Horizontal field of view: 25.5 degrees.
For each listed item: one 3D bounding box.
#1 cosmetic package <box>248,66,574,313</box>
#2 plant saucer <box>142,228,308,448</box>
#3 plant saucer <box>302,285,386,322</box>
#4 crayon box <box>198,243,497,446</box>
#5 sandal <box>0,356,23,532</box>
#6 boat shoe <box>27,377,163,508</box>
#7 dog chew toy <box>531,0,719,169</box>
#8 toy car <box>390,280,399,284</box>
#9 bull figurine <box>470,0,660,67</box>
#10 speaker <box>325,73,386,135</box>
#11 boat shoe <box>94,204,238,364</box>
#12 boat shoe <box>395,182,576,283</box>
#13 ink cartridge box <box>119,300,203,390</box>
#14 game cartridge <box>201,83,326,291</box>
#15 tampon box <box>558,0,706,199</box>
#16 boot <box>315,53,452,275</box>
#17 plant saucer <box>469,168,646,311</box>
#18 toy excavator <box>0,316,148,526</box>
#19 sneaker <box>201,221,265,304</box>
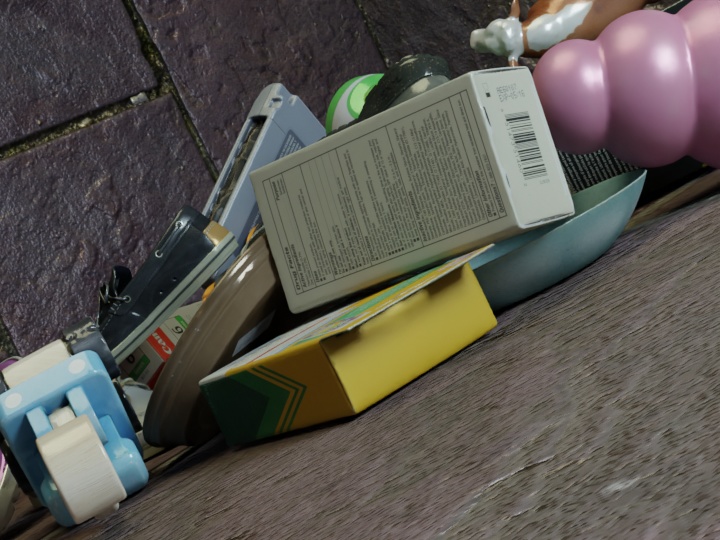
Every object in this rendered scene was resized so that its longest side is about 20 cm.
[{"bbox_3d":[0.030,-0.051,1.044,0.199,0.105,0.073,-19,-3,40],"label":"cosmetic package"},{"bbox_3d":[-0.085,0.050,1.149,0.201,0.029,0.200,-52,-13,-17],"label":"plant saucer"},{"bbox_3d":[0.000,0.000,1.297,0.201,0.037,0.200,-47,-6,-6],"label":"plant saucer"},{"bbox_3d":[-0.003,0.051,1.006,0.125,0.052,0.199,-29,3,-33],"label":"crayon box"},{"bbox_3d":[-0.298,0.132,1.273,0.082,0.050,0.204,-42,31,20],"label":"sandal"},{"bbox_3d":[-0.198,0.123,1.293,0.198,0.069,0.075,-26,3,11],"label":"boat shoe"},{"bbox_3d":[0.210,-0.126,1.098,0.197,0.126,0.125,-7,4,1],"label":"dog chew toy"},{"bbox_3d":[0.046,-0.091,1.503,0.183,0.202,0.176,-29,4,-34],"label":"toy car"},{"bbox_3d":[0.189,-0.222,1.353,0.198,0.066,0.121,-27,0,6],"label":"bull figurine"},{"bbox_3d":[0.059,-0.098,1.230,0.088,0.089,0.199,-28,31,-29],"label":"speaker"},{"bbox_3d":[-0.187,0.026,1.298,0.200,0.062,0.075,-44,5,5],"label":"boat shoe"},{"bbox_3d":[0.083,-0.019,1.257,0.198,0.067,0.074,-27,3,15],"label":"boat shoe"},{"bbox_3d":[-0.197,0.094,1.433,0.109,0.050,0.199,-51,-14,27],"label":"ink cartridge box"},{"bbox_3d":[-0.078,-0.047,1.418,0.041,0.133,0.202,3,57,35],"label":"game cartridge"},{"bbox_3d":[0.219,-0.127,1.311,0.198,0.127,0.150,-27,2,16],"label":"tampon box"},{"bbox_3d":[0.019,-0.049,1.152,0.067,0.132,0.200,6,-40,-37],"label":"boot"},{"bbox_3d":[0.115,-0.009,1.102,0.199,0.039,0.201,-28,3,2],"label":"plant saucer"},{"bbox_3d":[-0.185,0.120,1.057,0.099,0.200,0.196,-28,-41,-12],"label":"toy excavator"},{"bbox_3d":[-0.059,-0.011,1.313,0.077,0.078,0.200,-50,4,30],"label":"sneaker"}]
